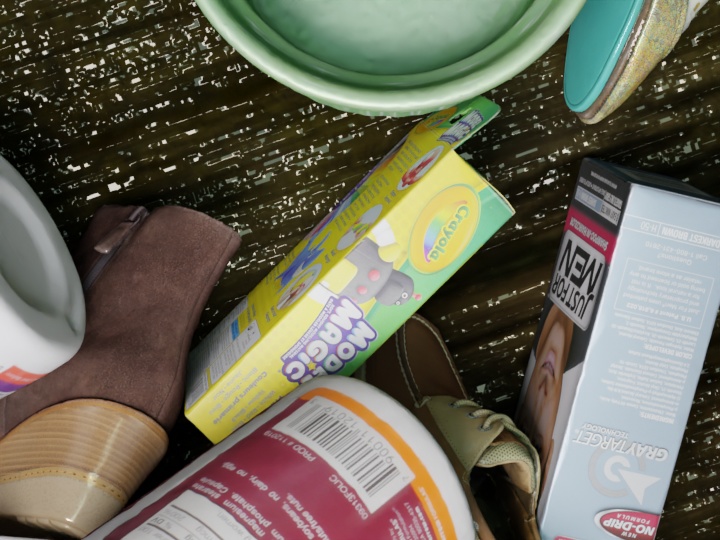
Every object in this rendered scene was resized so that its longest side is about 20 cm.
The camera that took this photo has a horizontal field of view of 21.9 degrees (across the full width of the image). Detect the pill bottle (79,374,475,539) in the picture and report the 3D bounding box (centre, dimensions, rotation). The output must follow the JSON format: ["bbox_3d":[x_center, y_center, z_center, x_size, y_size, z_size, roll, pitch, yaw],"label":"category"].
[{"bbox_3d":[-0.056,0.138,0.757,0.200,0.114,0.115,-34,104,-34],"label":"pill bottle"}]

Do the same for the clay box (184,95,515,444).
[{"bbox_3d":[0.000,0.000,0.891,0.200,0.115,0.048,-44,102,4],"label":"clay box"}]

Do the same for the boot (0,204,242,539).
[{"bbox_3d":[-0.155,0.047,0.903,0.072,0.199,0.167,45,58,-41],"label":"boot"}]

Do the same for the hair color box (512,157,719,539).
[{"bbox_3d":[0.122,0.053,0.919,0.060,0.099,0.201,12,99,-9],"label":"hair color box"}]

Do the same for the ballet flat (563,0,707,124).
[{"bbox_3d":[0.149,-0.168,0.903,0.070,0.071,0.201,8,99,-6],"label":"ballet flat"}]

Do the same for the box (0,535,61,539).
[{"bbox_3d":[-0.108,0.176,0.805,0.199,0.035,0.111,8,61,-21],"label":"box"}]

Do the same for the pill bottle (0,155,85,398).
[{"bbox_3d":[-0.233,0.033,0.832,0.199,0.111,0.112,-28,102,13],"label":"pill bottle"}]

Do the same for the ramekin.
[{"bbox_3d":[0.014,-0.165,0.851,0.198,0.098,0.202,0,86,1],"label":"ramekin"}]

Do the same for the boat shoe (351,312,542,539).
[{"bbox_3d":[0.053,0.102,0.881,0.074,0.201,0.075,-37,138,27],"label":"boat shoe"}]
